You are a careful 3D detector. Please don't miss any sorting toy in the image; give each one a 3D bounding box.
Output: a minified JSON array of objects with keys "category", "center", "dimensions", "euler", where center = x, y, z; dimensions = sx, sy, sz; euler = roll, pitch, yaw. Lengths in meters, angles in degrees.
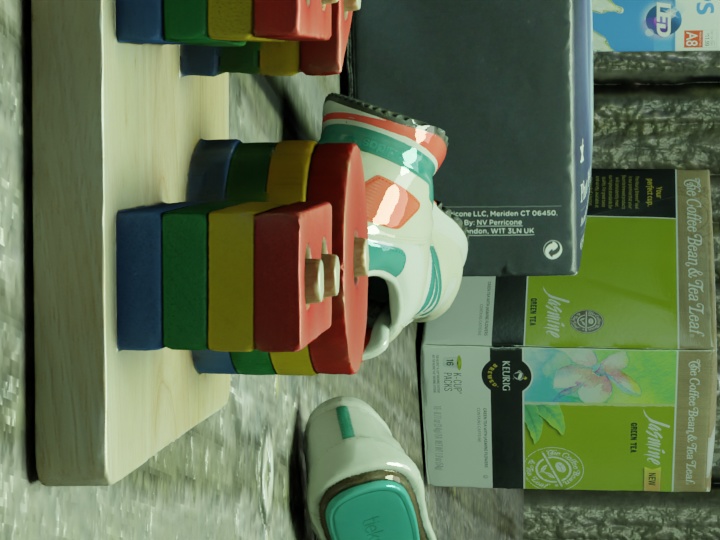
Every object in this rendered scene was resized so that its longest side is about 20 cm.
[{"category":"sorting toy","center":[-0.036,-0.052,0.757],"dimensions":[0.199,0.069,0.201],"euler":[-30,120,-83]}]

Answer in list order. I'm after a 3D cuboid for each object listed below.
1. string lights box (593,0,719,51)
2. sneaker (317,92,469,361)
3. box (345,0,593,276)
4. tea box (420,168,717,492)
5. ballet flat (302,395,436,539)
[{"category":"string lights box","center":[0.148,-0.207,1.868],"dimensions":[0.059,0.199,0.103],"euler":[-81,168,-56]},{"category":"sneaker","center":[0.000,0.000,1.194],"dimensions":[0.200,0.070,0.094],"euler":[79,30,-70]},{"category":"box","center":[0.060,-0.113,1.419],"dimensions":[0.200,0.123,0.199],"euler":[-66,154,-76]},{"category":"tea box","center":[0.146,0.038,1.872],"dimensions":[0.200,0.196,0.134],"euler":[-81,170,-51]},{"category":"ballet flat","center":[0.006,0.127,1.232],"dimensions":[0.200,0.069,0.070],"euler":[82,11,-50]}]
